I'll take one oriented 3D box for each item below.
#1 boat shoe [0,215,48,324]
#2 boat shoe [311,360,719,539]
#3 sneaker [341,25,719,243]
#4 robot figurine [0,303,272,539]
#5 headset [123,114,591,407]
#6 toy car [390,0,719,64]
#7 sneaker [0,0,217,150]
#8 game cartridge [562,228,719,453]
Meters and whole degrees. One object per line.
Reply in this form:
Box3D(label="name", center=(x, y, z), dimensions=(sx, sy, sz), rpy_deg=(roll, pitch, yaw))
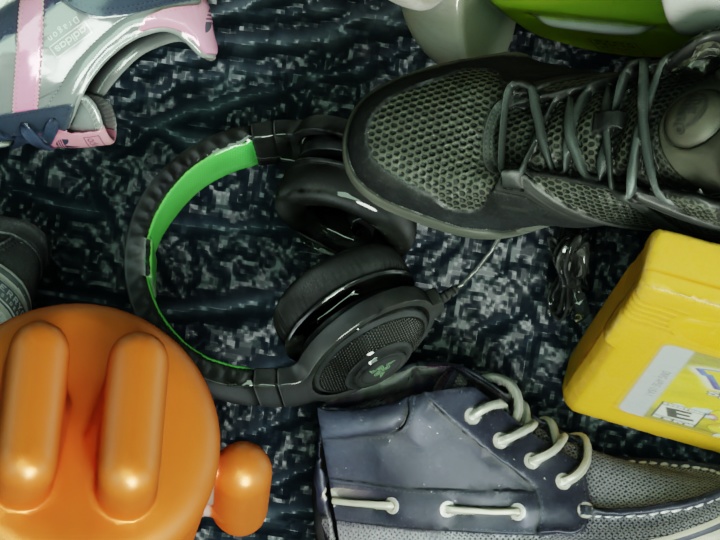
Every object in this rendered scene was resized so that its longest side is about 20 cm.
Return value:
Box3D(label="boat shoe", center=(-0.226, 0.017, 0.870), dimensions=(0.199, 0.068, 0.072), rpy_deg=(-16, 124, 27))
Box3D(label="boat shoe", center=(0.072, 0.085, 0.850), dimensions=(0.198, 0.075, 0.093), rpy_deg=(-8, 106, 5))
Box3D(label="sneaker", center=(0.089, -0.052, 0.724), dimensions=(0.198, 0.114, 0.077), rpy_deg=(8, 77, 8))
Box3D(label="robot figurine", center=(-0.121, 0.086, 0.812), dimensions=(0.143, 0.200, 0.117), rpy_deg=(-32, 76, -21))
Box3D(label="headset", center=(0.000, 0.000, 0.847), dimensions=(0.198, 0.094, 0.124), rpy_deg=(-3, 65, 4))
Box3D(label="toy car", center=(0.096, -0.156, 0.780), dimensions=(0.174, 0.200, 0.151), rpy_deg=(8, 79, 22))
Box3D(label="sneaker", center=(-0.153, -0.074, 0.855), dimensions=(0.199, 0.070, 0.082), rpy_deg=(-36, 90, 8))
Box3D(label="game cartridge", center=(0.179, 0.046, 0.784), dimensions=(0.175, 0.200, 0.033), rpy_deg=(16, 76, 2))
